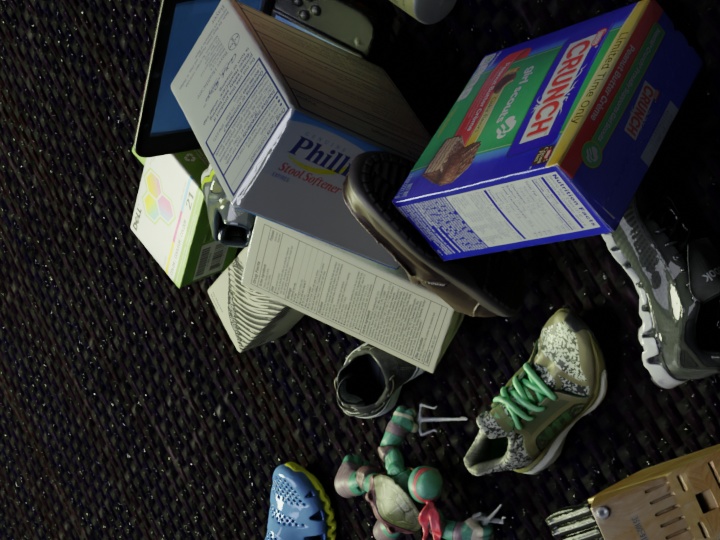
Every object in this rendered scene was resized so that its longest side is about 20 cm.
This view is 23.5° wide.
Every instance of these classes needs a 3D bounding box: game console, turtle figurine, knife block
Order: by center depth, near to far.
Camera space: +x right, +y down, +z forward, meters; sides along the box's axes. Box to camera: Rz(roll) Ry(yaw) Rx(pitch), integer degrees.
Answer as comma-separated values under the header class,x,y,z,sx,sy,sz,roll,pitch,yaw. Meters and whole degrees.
class,x,y,z,sx,sy,sz,roll,pitch,yaw
knife block,0.249,0.194,1.425,0.199,0.176,0.064,-26,86,10
game console,-0.097,-0.169,1.597,0.171,0.119,0.201,28,131,12
turtle figurine,0.050,0.208,1.663,0.200,0.100,0.151,-31,82,61

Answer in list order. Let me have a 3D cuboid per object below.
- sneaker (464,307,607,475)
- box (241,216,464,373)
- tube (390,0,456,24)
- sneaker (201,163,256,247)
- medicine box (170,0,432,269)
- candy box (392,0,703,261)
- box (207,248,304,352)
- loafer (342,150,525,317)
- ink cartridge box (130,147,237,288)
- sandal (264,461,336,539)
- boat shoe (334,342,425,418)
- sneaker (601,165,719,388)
class,x,y,z,sx,sy,sz,roll,pitch,yaw
sneaker,0.145,0.116,1.475,0.077,0.088,0.201,48,140,27
box,0.000,0.000,1.561,0.199,0.078,0.095,26,132,8
tube,0.007,-0.279,1.512,0.200,0.052,0.058,43,107,39
sneaker,-0.119,-0.059,1.623,0.200,0.073,0.082,101,175,-78
medicine box,-0.042,-0.118,1.477,0.103,0.181,0.201,-54,37,21
candy box,0.140,-0.102,1.310,0.077,0.170,0.199,45,151,-23
box,-0.078,0.003,1.751,0.083,0.068,0.200,60,145,12
loafer,0.049,-0.018,1.409,0.071,0.073,0.200,-21,128,41
ink cartridge box,-0.208,-0.106,1.865,0.200,0.075,0.148,48,140,26
sandal,-0.077,0.306,1.889,0.079,0.087,0.202,22,122,49
boat shoe,0.007,0.108,1.673,0.070,0.066,0.200,61,154,5
sneaker,0.242,-0.006,1.318,0.090,0.066,0.202,-6,106,51
